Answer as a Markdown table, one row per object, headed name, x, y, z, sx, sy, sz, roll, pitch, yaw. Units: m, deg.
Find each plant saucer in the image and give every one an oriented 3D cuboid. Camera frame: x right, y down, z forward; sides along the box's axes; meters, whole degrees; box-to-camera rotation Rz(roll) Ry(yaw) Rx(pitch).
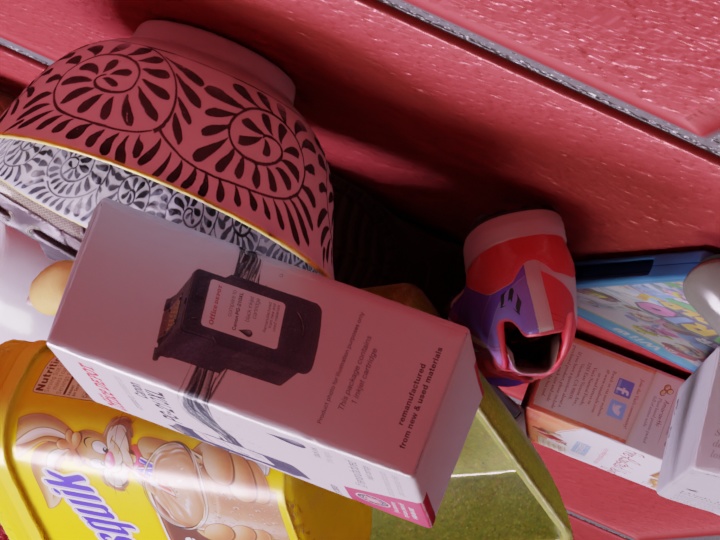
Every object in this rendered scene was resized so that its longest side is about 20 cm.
| name | x | y | z | sx | sy | sz | roll | pitch | yaw |
| --- | --- | --- | --- | --- | --- | --- | --- | --- | --- |
| plant saucer | 0.003 | 0.078 | 1.657 | 0.199 | 0.048 | 0.200 | -7 | 132 | 38 |

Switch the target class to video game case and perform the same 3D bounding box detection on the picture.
| name | x | y | z | sx | sy | sz | roll | pitch | yaw |
| --- | --- | --- | --- | --- | --- | --- | --- | --- | --- |
| video game case | 0.194 | 0.029 | 1.614 | 0.143 | 0.018 | 0.200 | 25 | 169 | -20 |

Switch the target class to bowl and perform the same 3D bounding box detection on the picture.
| name | x | y | z | sx | sy | sz | roll | pitch | yaw |
| --- | --- | --- | --- | --- | --- | --- | --- | --- | --- |
| bowl | -0.089 | -0.066 | 1.502 | 0.200 | 0.095 | 0.201 | 21 | 168 | 5 |

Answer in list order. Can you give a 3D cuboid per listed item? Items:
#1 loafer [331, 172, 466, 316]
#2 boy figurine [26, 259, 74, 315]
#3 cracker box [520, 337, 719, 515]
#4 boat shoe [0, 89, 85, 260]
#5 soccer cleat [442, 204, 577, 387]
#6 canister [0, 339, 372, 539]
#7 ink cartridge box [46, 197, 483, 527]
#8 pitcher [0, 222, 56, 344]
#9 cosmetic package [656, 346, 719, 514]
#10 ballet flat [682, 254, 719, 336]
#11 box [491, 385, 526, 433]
| name | x | y | z | sx | sy | sz | roll | pitch | yaw |
| --- | --- | --- | --- | --- | --- | --- | --- | --- | --- |
| loafer | 0.000 | 0.000 | 1.696 | 0.199 | 0.076 | 0.067 | 27 | 161 | -25 |
| boy figurine | -0.138 | 0.032 | 1.745 | 0.124 | 0.065 | 0.200 | 21 | 169 | -4 |
| cracker box | 0.200 | 0.108 | 1.872 | 0.199 | 0.058 | 0.134 | 21 | 170 | 3 |
| boat shoe | -0.172 | -0.036 | 1.798 | 0.199 | 0.072 | 0.065 | 33 | 126 | -16 |
| soccer cleat | 0.085 | 0.034 | 1.603 | 0.068 | 0.074 | 0.200 | -10 | 158 | -5 |
| canister | -0.105 | 0.115 | 1.659 | 0.199 | 0.087 | 0.149 | 7 | 141 | 23 |
| ink cartridge box | -0.046 | 0.049 | 1.501 | 0.199 | 0.085 | 0.145 | 20 | 168 | 10 |
| pitcher | -0.194 | -0.001 | 2.004 | 0.199 | 0.122 | 0.171 | 16 | -170 | -39 |
| cosmetic package | 0.228 | 0.097 | 1.646 | 0.101 | 0.074 | 0.200 | 13 | 173 | 3 |
| ballet flat | 0.252 | 0.053 | 1.481 | 0.199 | 0.064 | 0.067 | 22 | 142 | -10 |
| box | 0.036 | 0.074 | 1.906 | 0.158 | 0.048 | 0.200 | 42 | 173 | 13 |
